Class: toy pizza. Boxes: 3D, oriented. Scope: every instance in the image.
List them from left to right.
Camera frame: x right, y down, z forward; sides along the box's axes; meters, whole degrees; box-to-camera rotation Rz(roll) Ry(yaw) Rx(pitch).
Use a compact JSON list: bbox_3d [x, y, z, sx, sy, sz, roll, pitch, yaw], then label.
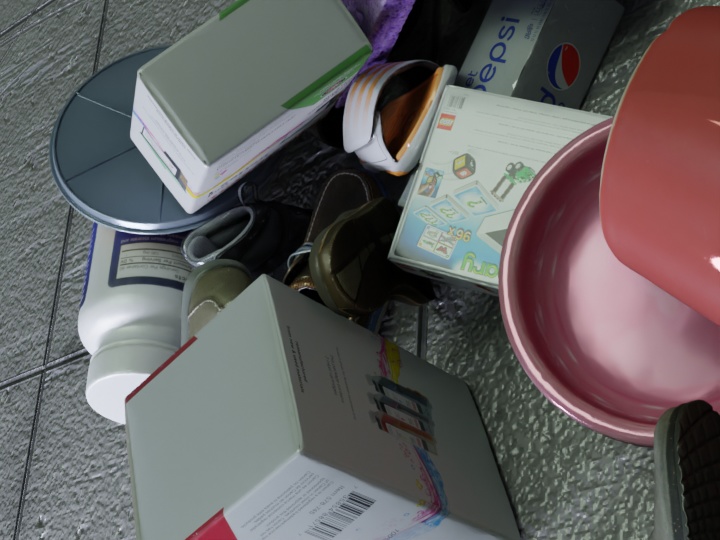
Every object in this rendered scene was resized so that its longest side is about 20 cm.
[{"bbox_3d":[-0.156,-0.106,1.217,0.199,0.032,0.201,-3,55,4],"label":"toy pizza"}]

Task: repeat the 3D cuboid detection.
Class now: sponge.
[{"bbox_3d":[-0.006,-0.207,1.076,0.200,0.030,0.112,124,129,-71],"label":"sponge"}]

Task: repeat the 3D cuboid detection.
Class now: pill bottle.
[{"bbox_3d":[-0.170,0.021,1.223,0.119,0.119,0.201,-26,47,36],"label":"pill bottle"}]

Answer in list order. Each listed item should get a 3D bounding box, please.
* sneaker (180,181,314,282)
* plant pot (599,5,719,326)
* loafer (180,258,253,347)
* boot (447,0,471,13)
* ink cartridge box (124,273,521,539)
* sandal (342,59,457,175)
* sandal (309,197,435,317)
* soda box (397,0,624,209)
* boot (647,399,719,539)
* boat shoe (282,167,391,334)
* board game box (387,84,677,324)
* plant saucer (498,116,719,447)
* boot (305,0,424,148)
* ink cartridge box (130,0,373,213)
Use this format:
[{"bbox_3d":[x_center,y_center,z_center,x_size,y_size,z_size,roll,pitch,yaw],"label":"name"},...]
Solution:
[{"bbox_3d":[-0.097,0.030,1.150,0.075,0.114,0.201,15,80,51],"label":"sneaker"},{"bbox_3d":[0.229,-0.043,0.733,0.177,0.200,0.201,22,85,34],"label":"plant pot"},{"bbox_3d":[-0.099,0.095,1.087,0.070,0.075,0.201,-142,46,-66],"label":"loafer"},{"bbox_3d":[0.119,-0.288,1.085,0.200,0.186,0.064,-43,78,8],"label":"boot"},{"bbox_3d":[-0.025,0.130,0.945,0.145,0.200,0.145,-41,41,23],"label":"ink cartridge box"},{"bbox_3d":[0.013,-0.112,1.092,0.080,0.059,0.207,-66,11,-8],"label":"sandal"},{"bbox_3d":[0.000,0.000,1.003,0.054,0.200,0.082,-22,92,20],"label":"sandal"},{"bbox_3d":[0.106,-0.116,1.044,0.063,0.068,0.201,21,85,50],"label":"soda box"},{"bbox_3d":[0.145,0.175,0.801,0.130,0.068,0.201,-11,80,43],"label":"boot"},{"bbox_3d":[-0.018,0.013,1.090,0.072,0.072,0.201,-2,73,24],"label":"boat shoe"},{"bbox_3d":[0.127,-0.040,0.945,0.199,0.035,0.127,16,82,28],"label":"board game box"},{"bbox_3d":[0.182,0.005,0.858,0.199,0.051,0.202,-6,73,20],"label":"plant saucer"},{"bbox_3d":[-0.043,-0.199,1.259,0.174,0.069,0.201,23,89,51],"label":"boot"},{"bbox_3d":[-0.085,-0.127,1.072,0.145,0.084,0.200,-37,1,-12],"label":"ink cartridge box"}]
